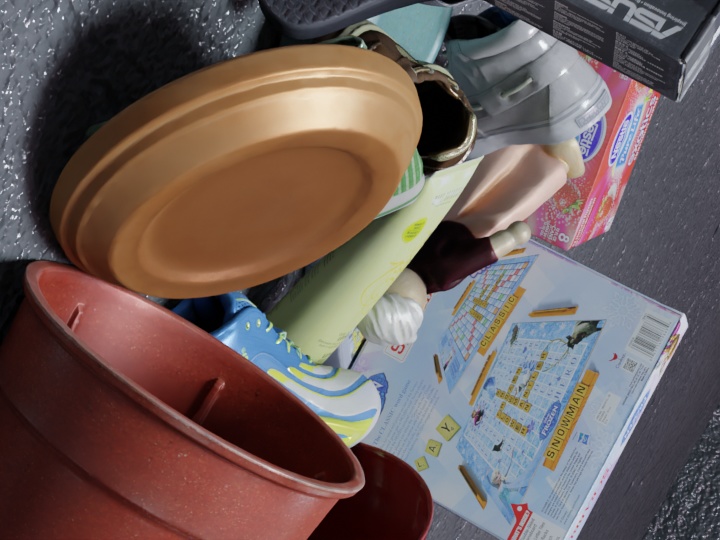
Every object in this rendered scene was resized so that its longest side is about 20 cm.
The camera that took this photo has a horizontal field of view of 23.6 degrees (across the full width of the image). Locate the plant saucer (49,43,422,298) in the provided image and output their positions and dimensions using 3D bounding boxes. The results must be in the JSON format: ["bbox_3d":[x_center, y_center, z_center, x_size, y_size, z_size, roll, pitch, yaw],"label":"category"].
[{"bbox_3d":[-0.058,-0.041,0.878,0.199,0.038,0.201,-20,156,-9],"label":"plant saucer"}]

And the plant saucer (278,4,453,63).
[{"bbox_3d":[0.017,-0.155,1.077,0.201,0.038,0.202,-51,157,-32],"label":"plant saucer"}]

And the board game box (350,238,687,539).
[{"bbox_3d":[0.100,0.078,1.231,0.201,0.198,0.041,-60,160,-6],"label":"board game box"}]

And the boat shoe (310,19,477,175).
[{"bbox_3d":[0.034,-0.087,1.036,0.075,0.075,0.202,-58,155,6],"label":"boat shoe"}]

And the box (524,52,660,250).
[{"bbox_3d":[0.182,-0.130,1.423,0.100,0.095,0.201,-22,135,-59],"label":"box"}]

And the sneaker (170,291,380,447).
[{"bbox_3d":[-0.058,0.059,1.043,0.199,0.076,0.106,-7,117,-43],"label":"sneaker"}]

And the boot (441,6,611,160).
[{"bbox_3d":[0.085,-0.135,1.176,0.074,0.096,0.199,-45,-162,-24],"label":"boot"}]

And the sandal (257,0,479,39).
[{"bbox_3d":[0.039,-0.175,0.952,0.043,0.198,0.077,96,-17,-77],"label":"sandal"}]

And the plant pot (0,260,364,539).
[{"bbox_3d":[-0.132,0.132,0.870,0.196,0.200,0.201,-57,160,6],"label":"plant pot"}]

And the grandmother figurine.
[{"bbox_3d":[0.065,-0.021,1.184,0.200,0.061,0.121,-44,-169,-26],"label":"grandmother figurine"}]

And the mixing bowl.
[{"bbox_3d":[-0.052,0.193,1.038,0.200,0.199,0.109,-36,129,-51],"label":"mixing bowl"}]

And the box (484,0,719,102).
[{"bbox_3d":[0.121,-0.202,0.904,0.162,0.199,0.049,-55,163,-15],"label":"box"}]

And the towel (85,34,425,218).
[{"bbox_3d":[-0.047,-0.057,0.941,0.151,0.024,0.200,-20,157,7],"label":"towel"}]

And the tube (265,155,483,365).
[{"bbox_3d":[0.000,0.000,1.096,0.200,0.052,0.058,-47,-150,25],"label":"tube"}]

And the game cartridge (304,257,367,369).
[{"bbox_3d":[0.008,0.000,1.247,0.133,0.041,0.201,-47,154,-29],"label":"game cartridge"}]
